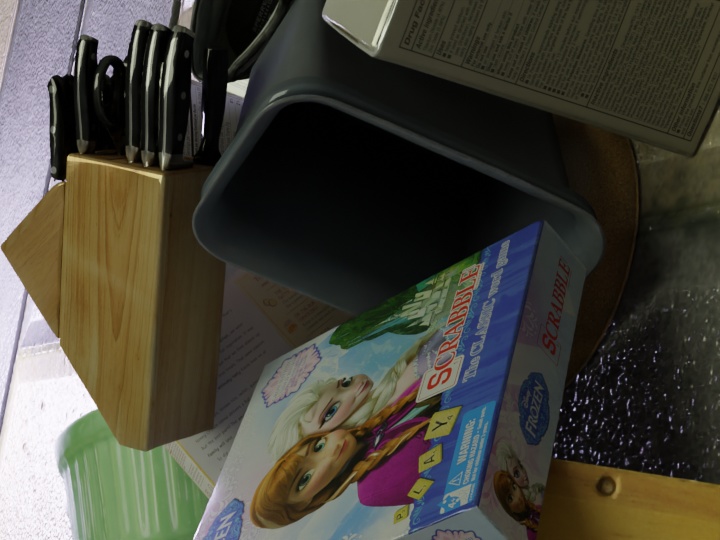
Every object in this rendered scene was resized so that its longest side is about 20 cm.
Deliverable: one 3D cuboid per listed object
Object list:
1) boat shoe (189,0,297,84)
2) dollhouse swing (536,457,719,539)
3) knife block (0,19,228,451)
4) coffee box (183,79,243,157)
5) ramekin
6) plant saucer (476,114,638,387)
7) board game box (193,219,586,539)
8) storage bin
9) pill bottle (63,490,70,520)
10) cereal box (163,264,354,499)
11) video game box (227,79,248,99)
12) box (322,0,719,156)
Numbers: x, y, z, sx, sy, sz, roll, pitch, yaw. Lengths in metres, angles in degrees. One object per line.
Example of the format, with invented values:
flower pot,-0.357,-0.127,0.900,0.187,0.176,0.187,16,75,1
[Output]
boat shoe,-0.047,-0.173,0.862,0.071,0.072,0.200,-42,-19,-39
dollhouse swing,0.131,0.203,0.745,0.181,0.176,0.201,7,80,20
knife block,-0.107,-0.028,0.856,0.176,0.064,0.200,-41,75,30
coffee box,-0.070,-0.046,1.064,0.113,0.200,0.080,-49,37,41
ramekin,-0.097,0.154,1.029,0.200,0.200,0.098,-38,52,49
plant saucer,0.087,-0.014,0.933,0.200,0.035,0.201,-36,47,50
board game box,0.008,0.086,0.761,0.199,0.041,0.200,-29,25,32
storage bin,0.018,-0.057,0.856,0.146,0.200,0.135,-51,25,39
pill bottle,-0.147,0.116,1.221,0.200,0.112,0.112,-65,29,19
cereal box,-0.056,0.066,0.944,0.200,0.144,0.040,49,157,10
video game box,-0.004,-0.191,1.040,0.047,0.200,0.183,22,100,24
box,0.092,-0.134,0.803,0.095,0.200,0.078,-67,29,14
